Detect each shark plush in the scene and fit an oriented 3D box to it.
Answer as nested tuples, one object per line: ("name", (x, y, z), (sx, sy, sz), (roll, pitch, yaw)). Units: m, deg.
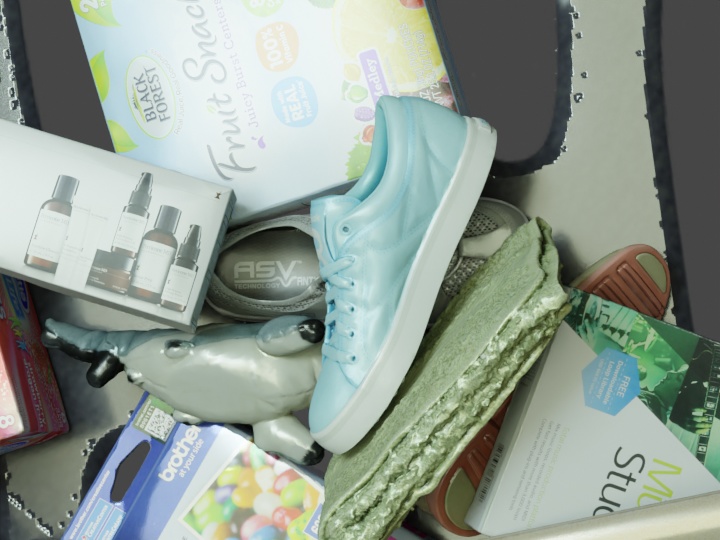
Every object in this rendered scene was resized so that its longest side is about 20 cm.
("shark plush", (-0.085, 0.058, 1.466), (0.200, 0.083, 0.091), (-5, 114, 17))

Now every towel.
("towel", (0.043, 0.064, 1.370), (0.036, 0.148, 0.200), (37, 101, -8))

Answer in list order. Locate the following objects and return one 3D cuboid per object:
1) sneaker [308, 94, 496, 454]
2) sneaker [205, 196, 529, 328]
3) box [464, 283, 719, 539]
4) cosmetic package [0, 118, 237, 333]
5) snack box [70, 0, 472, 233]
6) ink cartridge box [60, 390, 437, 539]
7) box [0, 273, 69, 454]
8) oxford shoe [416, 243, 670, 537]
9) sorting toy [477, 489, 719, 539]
("sneaker", (0.000, -0.003, 1.378), (0.082, 0.074, 0.200), (24, 82, -13))
("sneaker", (0.000, 0.000, 1.445), (0.200, 0.082, 0.075), (-9, 86, 9))
("box", (0.174, 0.107, 1.396), (0.200, 0.036, 0.144), (20, 91, -16))
("cosmetic package", (-0.176, -0.034, 1.403), (0.200, 0.051, 0.083), (16, 82, 2))
("snack box", (-0.051, -0.119, 1.467), (0.200, 0.068, 0.169), (-19, 85, 10))
("ink cartridge box", (-0.069, 0.160, 1.473), (0.200, 0.042, 0.119), (30, 92, 11))
("box", (-0.252, 0.015, 1.480), (0.095, 0.103, 0.200), (-18, 83, 7))
("oxford shoe", (0.094, 0.057, 1.434), (0.200, 0.074, 0.071), (-46, 121, -11))
("sorting toy", (0.164, 0.217, 1.383), (0.185, 0.036, 0.200), (-12, 122, 9))
